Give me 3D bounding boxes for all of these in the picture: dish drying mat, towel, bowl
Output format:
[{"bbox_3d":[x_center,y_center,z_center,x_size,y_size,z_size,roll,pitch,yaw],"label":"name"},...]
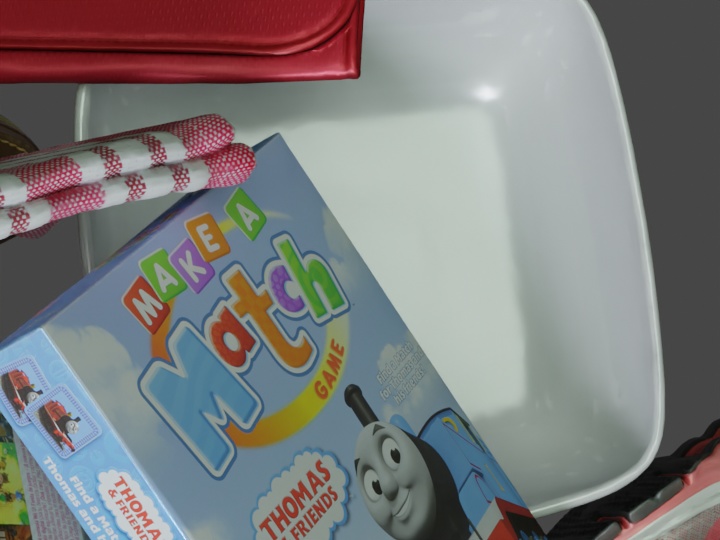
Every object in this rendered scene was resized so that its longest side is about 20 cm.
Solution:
[{"bbox_3d":[-0.097,-0.100,0.757,0.200,0.018,0.077,1,63,8],"label":"dish drying mat"},{"bbox_3d":[-0.147,-0.005,0.642,0.200,0.146,0.030,-19,97,-34],"label":"towel"},{"bbox_3d":[0.000,0.000,0.794,0.200,0.075,0.200,-8,86,-8],"label":"bowl"}]

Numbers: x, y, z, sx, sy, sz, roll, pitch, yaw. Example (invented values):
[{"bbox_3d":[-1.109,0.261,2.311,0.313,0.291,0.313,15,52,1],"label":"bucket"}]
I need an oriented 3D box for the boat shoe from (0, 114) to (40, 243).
[{"bbox_3d":[-0.192,-0.026,0.742,0.200,0.068,0.072,1,103,-38],"label":"boat shoe"}]

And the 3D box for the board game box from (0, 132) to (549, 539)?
[{"bbox_3d":[-0.014,0.073,0.678,0.037,0.151,0.200,-29,99,35],"label":"board game box"}]

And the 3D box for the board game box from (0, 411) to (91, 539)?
[{"bbox_3d":[-0.111,0.106,0.636,0.200,0.064,0.148,8,60,-42],"label":"board game box"}]

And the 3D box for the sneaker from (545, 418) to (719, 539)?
[{"bbox_3d":[0.147,0.098,0.801,0.200,0.074,0.087,-32,90,-8],"label":"sneaker"}]
